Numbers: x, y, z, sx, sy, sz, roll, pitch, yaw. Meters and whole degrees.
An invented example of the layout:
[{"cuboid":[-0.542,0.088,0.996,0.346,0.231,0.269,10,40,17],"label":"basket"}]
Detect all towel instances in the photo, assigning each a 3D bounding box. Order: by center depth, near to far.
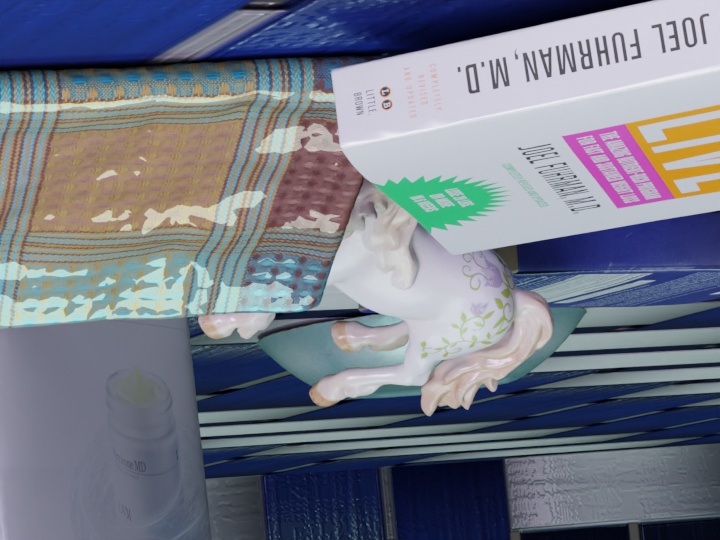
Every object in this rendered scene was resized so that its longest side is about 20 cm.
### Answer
[{"cuboid":[-0.096,-0.020,0.899,0.199,0.022,0.147,-4,151,-15],"label":"towel"}]

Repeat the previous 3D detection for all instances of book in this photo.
[{"cuboid":[0.104,-0.054,0.848,0.199,0.048,0.134,-11,166,14],"label":"book"}]

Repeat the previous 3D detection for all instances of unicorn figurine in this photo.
[{"cuboid":[0.000,0.000,1.108,0.199,0.074,0.137,12,154,-44],"label":"unicorn figurine"}]

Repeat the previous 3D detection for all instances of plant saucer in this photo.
[{"cuboid":[0.038,0.052,1.684,0.200,0.039,0.201,-6,172,-1],"label":"plant saucer"}]

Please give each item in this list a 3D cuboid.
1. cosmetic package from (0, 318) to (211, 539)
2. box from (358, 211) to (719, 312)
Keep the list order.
[{"cuboid":[-0.164,0.106,1.305,0.122,0.201,0.199,-11,172,22],"label":"cosmetic package"},{"cuboid":[0.112,-0.004,1.328,0.199,0.033,0.121,1,171,-31],"label":"box"}]
